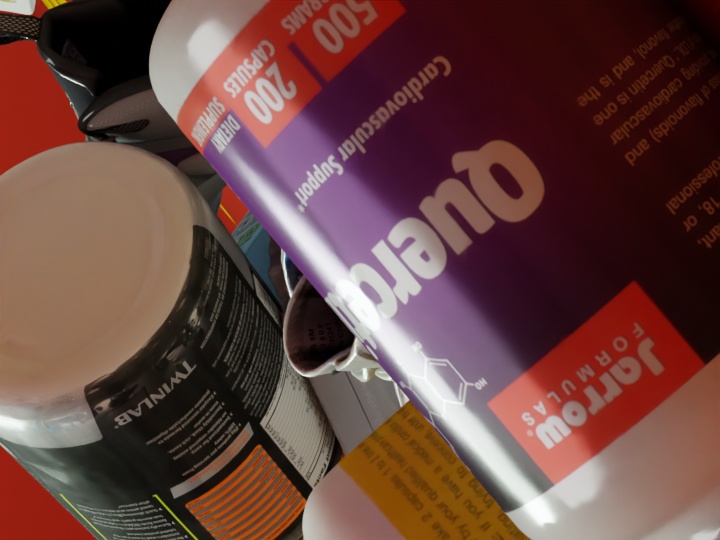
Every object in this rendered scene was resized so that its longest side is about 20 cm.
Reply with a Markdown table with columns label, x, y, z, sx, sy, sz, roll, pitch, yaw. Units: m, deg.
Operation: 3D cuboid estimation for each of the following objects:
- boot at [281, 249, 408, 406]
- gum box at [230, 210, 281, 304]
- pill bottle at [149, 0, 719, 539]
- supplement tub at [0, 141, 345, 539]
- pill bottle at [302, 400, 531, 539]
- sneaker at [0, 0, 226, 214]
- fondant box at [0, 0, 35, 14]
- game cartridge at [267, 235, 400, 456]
| label | x | y | z | sx | sy | sz | roll | pitch | yaw |
| --- | --- | --- | --- | --- | --- | --- | --- | --- | --- |
| boot | 0.013 | 0.008 | 0.688 | 0.074 | 0.095 | 0.201 | 48 | 151 | 29 |
| gum box | 0.006 | 0.032 | 1.059 | 0.170 | 0.044 | 0.200 | 50 | -155 | -10 |
| pill bottle | 0.048 | -0.012 | 0.522 | 0.200 | 0.112 | 0.112 | 49 | 175 | 3 |
| supplement tub | -0.082 | 0.049 | 0.869 | 0.123 | 0.122 | 0.200 | 46 | 172 | 37 |
| pill bottle | 0.053 | 0.077 | 0.629 | 0.111 | 0.200 | 0.111 | 49 | 174 | 7 |
| sneaker | -0.103 | -0.069 | 0.870 | 0.139 | 0.199 | 0.078 | 18 | -131 | -41 |
| fondant box | -0.243 | -0.180 | 0.944 | 0.198 | 0.059 | 0.144 | 10 | 164 | 0 |
| game cartridge | 0.000 | 0.000 | 0.941 | 0.201 | 0.040 | 0.134 | -91 | -17 | -56 |
